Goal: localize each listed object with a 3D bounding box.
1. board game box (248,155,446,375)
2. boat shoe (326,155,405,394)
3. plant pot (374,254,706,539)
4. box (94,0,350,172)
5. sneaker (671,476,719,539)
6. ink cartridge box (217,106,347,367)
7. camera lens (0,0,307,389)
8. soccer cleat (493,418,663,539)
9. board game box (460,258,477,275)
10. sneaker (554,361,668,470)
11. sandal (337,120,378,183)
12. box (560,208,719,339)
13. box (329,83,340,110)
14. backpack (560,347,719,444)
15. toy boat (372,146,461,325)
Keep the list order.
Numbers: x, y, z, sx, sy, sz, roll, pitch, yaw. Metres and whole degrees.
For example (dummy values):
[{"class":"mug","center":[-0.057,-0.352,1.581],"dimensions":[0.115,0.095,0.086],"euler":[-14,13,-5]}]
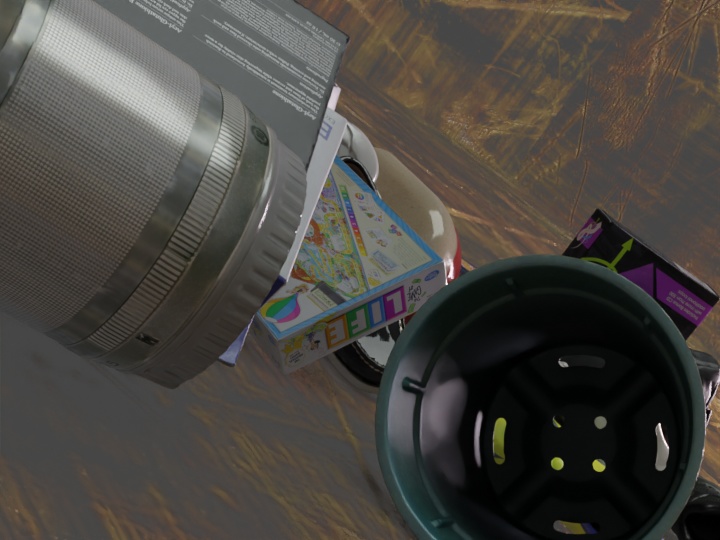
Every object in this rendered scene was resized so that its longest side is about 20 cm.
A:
[{"class":"board game box","center":[-0.046,-0.020,1.145],"dimensions":[0.200,0.134,0.034],"euler":[47,-26,44]},{"class":"boat shoe","center":[0.000,0.000,1.212],"dimensions":[0.073,0.060,0.201],"euler":[11,47,-27]},{"class":"plant pot","center":[0.130,0.105,1.031],"dimensions":[0.200,0.201,0.196],"euler":[40,3,18]},{"class":"box","center":[-0.119,-0.129,0.954],"dimensions":[0.199,0.079,0.142],"euler":[32,44,-17]},{"class":"sneaker","center":[0.362,0.263,1.411],"dimensions":[0.199,0.077,0.114],"euler":[34,12,3]},{"class":"ink cartridge box","center":[-0.119,-0.071,1.009],"dimensions":[0.199,0.041,0.201],"euler":[33,53,-19]},{"class":"camera lens","center":[-0.148,-0.050,0.818],"dimensions":[0.199,0.160,0.160],"euler":[32,11,-24]},{"class":"soccer cleat","center":[0.147,0.150,1.182],"dimensions":[0.200,0.065,0.084],"euler":[38,-5,-8]},{"class":"board game box","center":[0.142,0.059,1.614],"dimensions":[0.199,0.062,0.200],"euler":[33,11,-14]},{"class":"sneaker","center":[0.181,0.107,1.252],"dimensions":[0.200,0.085,0.073],"euler":[46,-22,-15]},{"class":"sandal","center":[-0.081,-0.086,1.299],"dimensions":[0.201,0.083,0.050],"euler":[-7,-5,-27]},{"class":"box","center":[0.208,0.063,1.422],"dimensions":[0.142,0.201,0.036],"euler":[31,14,-24]},{"class":"box","center":[-0.143,-0.166,1.411],"dimensions":[0.175,0.097,0.200],"euler":[21,2,26]},{"class":"backpack","center":[0.175,0.097,1.336],"dimensions":[0.199,0.164,0.154],"euler":[22,7,-32]},{"class":"toy boat","center":[0.016,-0.011,1.406],"dimensions":[0.200,0.130,0.131],"euler":[50,-13,53]}]
